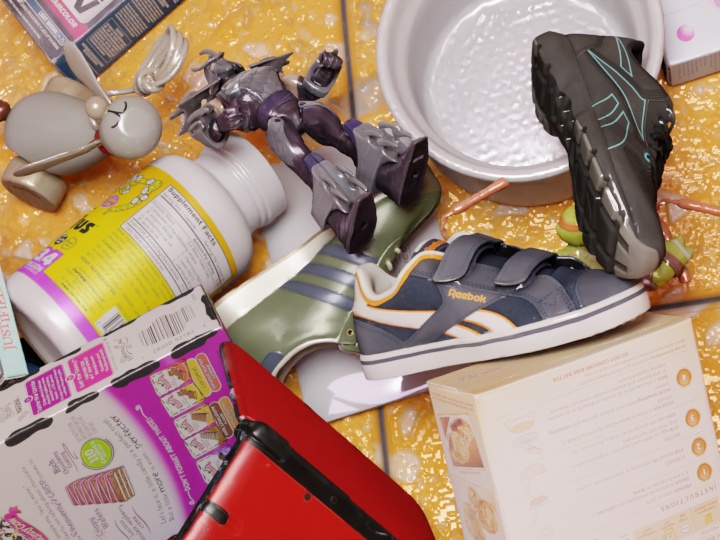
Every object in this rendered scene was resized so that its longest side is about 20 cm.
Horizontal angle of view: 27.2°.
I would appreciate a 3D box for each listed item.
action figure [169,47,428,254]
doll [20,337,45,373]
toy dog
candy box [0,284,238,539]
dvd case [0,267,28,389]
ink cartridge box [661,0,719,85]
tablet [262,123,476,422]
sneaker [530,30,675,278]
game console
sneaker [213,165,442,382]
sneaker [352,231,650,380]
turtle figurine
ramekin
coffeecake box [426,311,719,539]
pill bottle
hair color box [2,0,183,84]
[{"bbox_3d":[-0.046,-0.103,1.024,0.130,0.070,0.199,-37,58,-26],"label":"action figure"},{"bbox_3d":[-0.205,0.082,1.087,0.197,0.049,0.138,5,67,12],"label":"doll"},{"bbox_3d":[-0.220,-0.113,1.082,0.199,0.096,0.133,-29,42,45],"label":"toy dog"},{"bbox_3d":[-0.160,0.117,0.982,0.198,0.137,0.061,-27,34,-7],"label":"candy box"},{"bbox_3d":[-0.295,0.050,1.062,0.022,0.200,0.148,-5,65,-35],"label":"dvd case"},{"bbox_3d":[0.289,-0.257,1.079,0.197,0.043,0.199,-18,71,9],"label":"ink cartridge box"},{"bbox_3d":[0.000,0.000,1.084,0.128,0.014,0.203,-17,71,8],"label":"tablet"},{"bbox_3d":[0.162,-0.082,0.916,0.078,0.076,0.202,-7,50,-5],"label":"sneaker"},{"bbox_3d":[-0.036,0.170,0.902,0.118,0.200,0.173,1,53,57],"label":"game console"},{"bbox_3d":[-0.011,0.018,1.045,0.199,0.067,0.090,-35,78,2],"label":"sneaker"},{"bbox_3d":[0.078,0.014,0.927,0.198,0.078,0.081,-13,94,28],"label":"sneaker"},{"bbox_3d":[0.153,0.023,0.978,0.197,0.065,0.164,-2,111,3],"label":"turtle figurine"},{"bbox_3d":[0.115,-0.144,1.055,0.197,0.098,0.204,-3,73,11],"label":"ramekin"},{"bbox_3d":[0.142,0.144,0.909,0.152,0.073,0.203,-17,98,-20],"label":"coffeecake box"},{"bbox_3d":[-0.147,-0.010,1.049,0.104,0.105,0.200,41,68,19],"label":"pill bottle"},{"bbox_3d":[-0.184,-0.249,1.171,0.200,0.061,0.100,-41,70,-2],"label":"hair color box"}]
